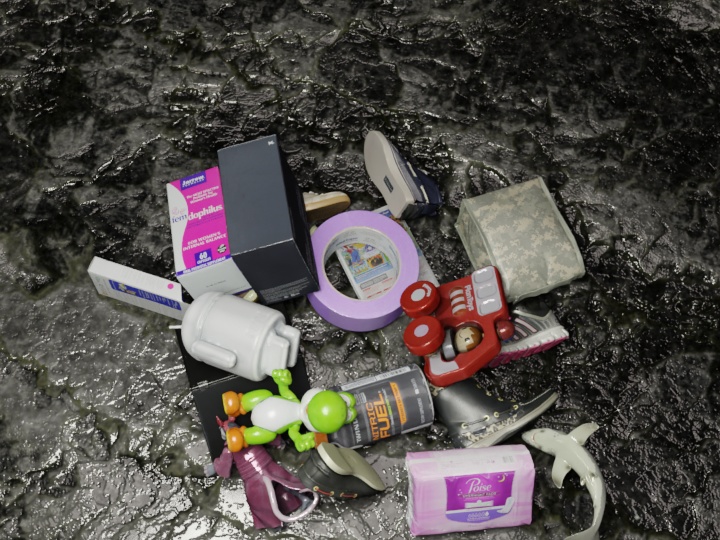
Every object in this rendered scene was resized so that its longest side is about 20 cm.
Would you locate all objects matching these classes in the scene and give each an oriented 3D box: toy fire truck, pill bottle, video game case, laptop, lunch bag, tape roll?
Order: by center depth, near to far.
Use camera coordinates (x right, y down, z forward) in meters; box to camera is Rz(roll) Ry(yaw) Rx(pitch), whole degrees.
[{"bbox_3d":[0.011,0.226,1.405,0.198,0.106,0.107,-16,68,-10],"label":"pill bottle"},{"bbox_3d":[0.162,0.087,1.407,0.166,0.112,0.201,-22,39,16],"label":"toy fire truck"},{"bbox_3d":[-0.187,0.176,1.437,0.185,0.117,0.201,-16,52,-12],"label":"laptop"},{"bbox_3d":[0.000,0.000,1.505,0.198,0.066,0.202,2,66,-5],"label":"tape roll"},{"bbox_3d":[0.282,-0.042,1.538,0.162,0.118,0.202,-17,64,-12],"label":"lunch bag"},{"bbox_3d":[0.043,-0.013,1.559,0.142,0.018,0.201,-23,70,-13],"label":"video game case"}]

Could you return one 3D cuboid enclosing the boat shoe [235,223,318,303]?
[{"bbox_3d":[-0.153,-0.015,1.515,0.066,0.072,0.201,38,74,7],"label":"boat shoe"}]

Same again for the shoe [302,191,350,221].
[{"bbox_3d":[-0.117,-0.118,1.562,0.198,0.070,0.054,-13,76,-7],"label":"shoe"}]

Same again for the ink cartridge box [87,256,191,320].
[{"bbox_3d":[-0.353,0.038,1.462,0.198,0.095,0.037,20,66,4],"label":"ink cartridge box"}]

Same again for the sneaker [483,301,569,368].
[{"bbox_3d":[0.257,0.106,1.496,0.198,0.074,0.088,-14,68,-16],"label":"sneaker"}]

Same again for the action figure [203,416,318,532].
[{"bbox_3d":[-0.166,0.308,1.340,0.133,0.149,0.201,-35,87,-12],"label":"action figure"}]

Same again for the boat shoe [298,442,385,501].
[{"bbox_3d":[-0.026,0.315,1.331,0.063,0.201,0.074,-45,56,6],"label":"boat shoe"}]

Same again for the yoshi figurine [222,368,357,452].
[{"bbox_3d":[-0.101,0.211,1.285,0.198,0.113,0.112,-7,32,-6],"label":"yoshi figurine"}]

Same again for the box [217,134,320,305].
[{"bbox_3d":[-0.148,-0.079,1.408,0.103,0.183,0.202,-14,61,4],"label":"box"}]

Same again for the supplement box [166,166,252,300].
[{"bbox_3d":[-0.258,-0.060,1.480,0.100,0.104,0.202,-19,55,5],"label":"supplement box"}]

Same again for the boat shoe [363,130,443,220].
[{"bbox_3d":[0.079,-0.176,1.614,0.092,0.075,0.201,-2,56,-33],"label":"boat shoe"}]

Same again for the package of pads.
[{"bbox_3d":[0.168,0.340,1.358,0.197,0.122,0.076,-4,24,-5],"label":"package of pads"}]

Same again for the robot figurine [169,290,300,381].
[{"bbox_3d":[-0.193,0.100,1.351,0.198,0.114,0.170,17,21,14],"label":"robot figurine"}]

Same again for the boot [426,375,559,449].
[{"bbox_3d":[0.214,0.209,1.447,0.202,0.074,0.154,-28,69,-15],"label":"boot"}]

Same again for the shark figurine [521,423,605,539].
[{"bbox_3d":[0.365,0.337,1.406,0.128,0.089,0.216,-32,60,18],"label":"shark figurine"}]
